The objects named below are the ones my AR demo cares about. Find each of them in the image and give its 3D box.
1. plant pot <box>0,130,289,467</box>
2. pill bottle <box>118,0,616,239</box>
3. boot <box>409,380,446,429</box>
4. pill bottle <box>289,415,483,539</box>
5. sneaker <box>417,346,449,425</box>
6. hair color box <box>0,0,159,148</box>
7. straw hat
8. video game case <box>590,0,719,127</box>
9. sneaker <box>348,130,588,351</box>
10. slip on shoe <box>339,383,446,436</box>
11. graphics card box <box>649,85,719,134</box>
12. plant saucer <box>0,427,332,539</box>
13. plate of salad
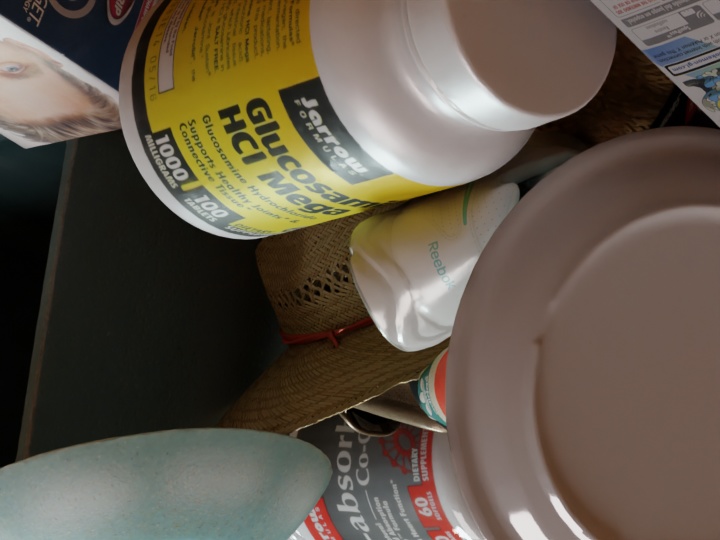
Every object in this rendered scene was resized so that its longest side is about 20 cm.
[{"bbox_3d":[-0.141,0.048,1.261,0.200,0.196,0.196,20,161,-40],"label":"plant pot"},{"bbox_3d":[0.001,-0.081,0.934,0.112,0.113,0.200,29,155,-30],"label":"pill bottle"},{"bbox_3d":[0.145,0.053,1.203,0.198,0.073,0.162,18,161,-37],"label":"boot"},{"bbox_3d":[0.027,0.117,1.400,0.116,0.116,0.200,30,154,-33],"label":"pill bottle"},{"bbox_3d":[0.115,0.036,1.007,0.200,0.070,0.093,-8,178,-31],"label":"sneaker"},{"bbox_3d":[-0.178,-0.127,1.016,0.100,0.061,0.200,-7,150,45],"label":"hair color box"},{"bbox_3d":[0.000,0.000,1.161,0.201,0.201,0.085,-14,106,51],"label":"straw hat"},{"bbox_3d":[0.181,-0.104,0.815,0.200,0.022,0.182,-18,134,41],"label":"video game case"},{"bbox_3d":[0.071,-0.021,0.996,0.080,0.200,0.070,-26,94,28],"label":"sneaker"},{"bbox_3d":[0.002,0.061,1.319,0.076,0.061,0.200,3,174,-37],"label":"slip on shoe"},{"bbox_3d":[0.180,-0.032,1.019,0.125,0.051,0.200,17,159,-3],"label":"graphics card box"},{"bbox_3d":[-0.108,0.129,1.136,0.201,0.039,0.201,-11,158,-4],"label":"plant saucer"},{"bbox_3d":[0.121,0.045,0.926,0.200,0.200,0.048,23,173,-19],"label":"plate of salad"}]
